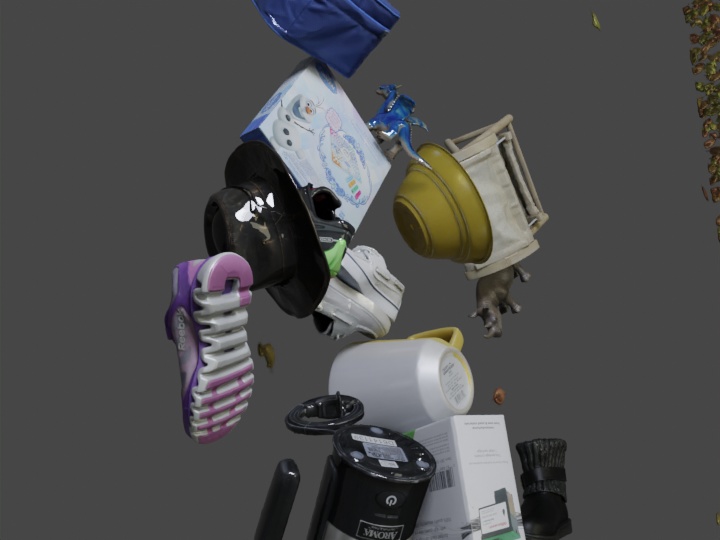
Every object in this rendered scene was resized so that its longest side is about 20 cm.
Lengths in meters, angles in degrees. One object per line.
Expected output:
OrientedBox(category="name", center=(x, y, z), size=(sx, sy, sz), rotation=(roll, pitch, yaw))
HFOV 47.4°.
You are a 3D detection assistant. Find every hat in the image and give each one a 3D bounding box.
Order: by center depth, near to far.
OrientedBox(category="hat", center=(-0.120, -0.033, 0.887), size=(0.080, 0.200, 0.203), rotation=(-23, 96, -34))

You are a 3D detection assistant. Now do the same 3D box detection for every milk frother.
OrientedBox(category="milk frother", center=(-0.021, 0.261, 0.935), size=(0.200, 0.178, 0.191), rotation=(-69, 175, -76))

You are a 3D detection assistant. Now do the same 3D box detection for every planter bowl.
OrientedBox(category="planter bowl", center=(0.105, -0.081, 1.225), size=(0.083, 0.200, 0.203), rotation=(-28, 102, -17))

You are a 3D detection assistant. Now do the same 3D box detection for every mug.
OrientedBox(category="mug", center=(0.063, 0.138, 1.065), size=(0.149, 0.152, 0.189), rotation=(35, 50, -39))

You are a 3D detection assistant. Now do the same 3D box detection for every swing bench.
OrientedBox(category="swing bench", center=(0.212, -0.124, 1.353), size=(0.201, 0.128, 0.200), rotation=(65, 25, -14))

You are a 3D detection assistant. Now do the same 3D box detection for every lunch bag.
OrientedBox(category="lunch bag", center=(-0.039, -0.366, 1.100), size=(0.199, 0.132, 0.137), rotation=(17, 34, -50))

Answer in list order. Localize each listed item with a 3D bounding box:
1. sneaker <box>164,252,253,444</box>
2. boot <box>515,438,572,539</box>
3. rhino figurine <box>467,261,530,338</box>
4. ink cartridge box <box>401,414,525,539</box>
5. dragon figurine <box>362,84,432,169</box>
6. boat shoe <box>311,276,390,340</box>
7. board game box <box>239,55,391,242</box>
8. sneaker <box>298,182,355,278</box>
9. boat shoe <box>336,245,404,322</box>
OrientedBox(category="sneaker", center=(-0.165, 0.077, 0.854), size=(0.080, 0.088, 0.203), rotation=(-9, 106, -54))
OrientedBox(category="boot", center=(0.285, 0.356, 1.334), size=(0.210, 0.078, 0.161), rotation=(13, 73, -62))
OrientedBox(category="rhino figurine", center=(0.233, 0.039, 1.405), size=(0.087, 0.059, 0.201), rotation=(43, 48, -21))
OrientedBox(category="ink cartridge box", center=(0.105, 0.278, 0.922), size=(0.083, 0.146, 0.203), rotation=(5, 67, -33))
OrientedBox(category="dragon figurine", center=(0.061, -0.219, 1.208), size=(0.099, 0.200, 0.059), rotation=(-42, 128, -10))
OrientedBox(category="boat shoe", center=(-0.036, 0.051, 1.044), size=(0.200, 0.071, 0.069), rotation=(40, 68, -46))
OrientedBox(category="board game box", center=(-0.052, -0.160, 1.116), size=(0.201, 0.043, 0.200), rotation=(54, 41, -24))
OrientedBox(category="sneaker", center=(-0.063, -0.066, 0.971), size=(0.076, 0.084, 0.200), rotation=(31, 10, -45))
OrientedBox(category="boat shoe", center=(0.000, 0.000, 1.081), size=(0.066, 0.073, 0.200), rotation=(-64, 148, -15))
